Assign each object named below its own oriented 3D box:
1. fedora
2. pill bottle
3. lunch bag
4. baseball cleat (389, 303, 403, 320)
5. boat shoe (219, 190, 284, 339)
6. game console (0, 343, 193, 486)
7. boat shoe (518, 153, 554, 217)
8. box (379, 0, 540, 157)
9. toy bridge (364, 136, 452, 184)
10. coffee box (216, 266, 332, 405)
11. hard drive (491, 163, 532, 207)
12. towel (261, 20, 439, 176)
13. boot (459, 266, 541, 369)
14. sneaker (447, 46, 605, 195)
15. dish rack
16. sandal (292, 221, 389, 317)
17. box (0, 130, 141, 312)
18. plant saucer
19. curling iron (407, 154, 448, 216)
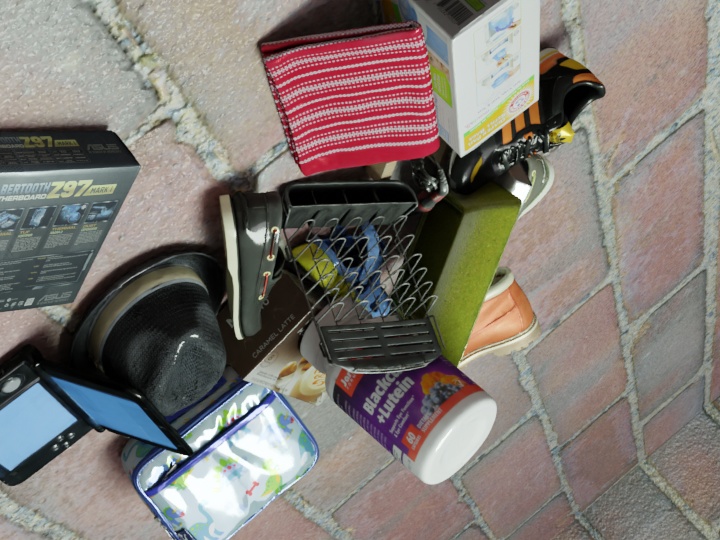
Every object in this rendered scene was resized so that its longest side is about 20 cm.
[{"bbox_3d":[-0.189,0.076,1.374,0.200,0.092,0.201,-33,154,-18],"label":"fedora"},{"bbox_3d":[0.034,0.117,1.445,0.111,0.200,0.112,-38,151,-25],"label":"pill bottle"},{"bbox_3d":[-0.161,0.210,1.588,0.200,0.082,0.161,-36,119,-10],"label":"lunch bag"},{"bbox_3d":[0.049,0.067,1.729,0.200,0.070,0.107,-39,156,-6],"label":"baseball cleat"},{"bbox_3d":[-0.104,-0.001,1.379,0.063,0.074,0.202,-7,142,-10],"label":"boat shoe"},{"bbox_3d":[-0.284,0.163,1.355,0.176,0.116,0.200,-37,155,-8],"label":"game console"},{"bbox_3d":[0.149,-0.059,1.665,0.202,0.072,0.060,-53,154,14],"label":"boat shoe"},{"bbox_3d":[0.092,-0.214,1.278,0.101,0.113,0.200,-37,155,-11],"label":"box"},{"bbox_3d":[0.089,-0.145,1.491,0.199,0.027,0.067,-21,146,-37],"label":"toy bridge"},{"bbox_3d":[-0.072,0.073,1.550,0.114,0.080,0.200,-46,155,5],"label":"coffee box"},{"bbox_3d":[0.128,-0.038,1.578,0.027,0.132,0.201,18,113,-15],"label":"hard drive"},{"bbox_3d":[-0.004,-0.152,1.270,0.144,0.023,0.200,-8,153,4],"label":"towel"},{"bbox_3d":[0.108,0.064,1.678,0.199,0.075,0.108,-24,125,2],"label":"boot"},{"bbox_3d":[0.177,-0.150,1.482,0.200,0.090,0.070,-48,147,-15],"label":"sneaker"},{"bbox_3d":[0.006,0.006,1.398,0.153,0.201,0.055,-4,151,-30],"label":"dish rack"},{"bbox_3d":[0.000,0.000,1.545,0.087,0.079,0.200,-44,157,-1],"label":"sandal"},{"bbox_3d":[-0.289,-0.035,1.102,0.199,0.051,0.158,-9,141,-48],"label":"box"},{"bbox_3d":[0.092,-0.010,1.533,0.048,0.200,0.201,18,100,-15],"label":"plant saucer"},{"bbox_3d":[0.066,-0.084,1.487,0.025,0.050,0.200,-25,173,-7],"label":"curling iron"}]
